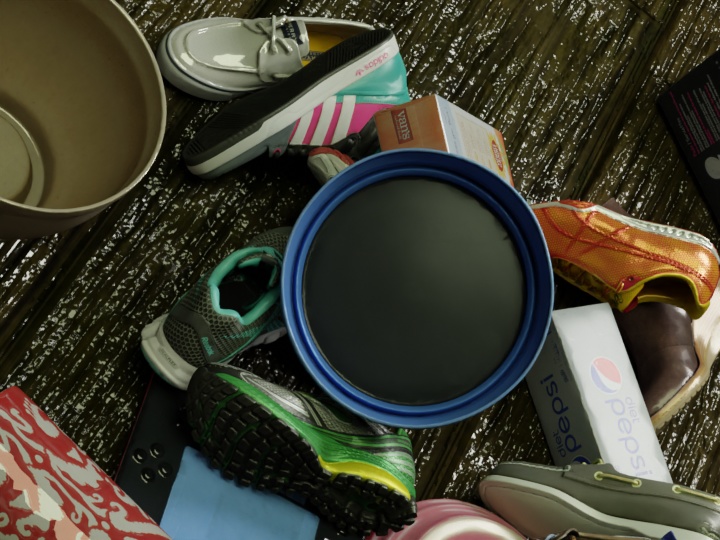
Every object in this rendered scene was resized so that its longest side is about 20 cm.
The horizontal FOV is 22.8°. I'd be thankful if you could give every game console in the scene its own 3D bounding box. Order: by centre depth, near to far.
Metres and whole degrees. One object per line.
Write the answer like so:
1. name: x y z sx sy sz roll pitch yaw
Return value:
1. game console: -0.082 0.159 1.311 0.199 0.031 0.178 31 53 -17

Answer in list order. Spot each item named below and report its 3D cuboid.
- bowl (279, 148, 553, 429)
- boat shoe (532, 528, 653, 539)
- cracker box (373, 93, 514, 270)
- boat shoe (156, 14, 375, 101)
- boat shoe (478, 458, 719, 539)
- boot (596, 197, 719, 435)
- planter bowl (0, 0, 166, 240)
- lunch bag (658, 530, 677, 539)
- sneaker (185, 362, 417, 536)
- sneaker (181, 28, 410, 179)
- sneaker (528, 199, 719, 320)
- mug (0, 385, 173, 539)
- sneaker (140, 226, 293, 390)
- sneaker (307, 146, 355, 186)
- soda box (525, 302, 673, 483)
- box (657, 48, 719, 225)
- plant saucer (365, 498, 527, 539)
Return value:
1. bowl: 0.040 0.013 1.299 0.198 0.039 0.203 0 85 -3
2. boat shoe: 0.141 0.221 1.307 0.198 0.073 0.073 -6 60 -17
3. cracker box: 0.078 -0.055 1.432 0.200 0.057 0.135 15 62 -71
4. boat shoe: -0.070 -0.183 1.471 0.198 0.070 0.072 0 66 -34
5. boat shoe: 0.192 0.185 1.394 0.200 0.072 0.061 14 53 21
6. boot: 0.236 0.043 1.573 0.166 0.072 0.200 38 52 5
7. planter bowl: -0.255 -0.105 1.266 0.199 0.135 0.202 15 59 -27
8. lunch bag: 0.220 0.313 1.286 0.201 0.150 0.094 55 -2 -36
9. sneaker: -0.044 0.120 1.309 0.199 0.078 0.086 32 39 -27
10. sneaker: -0.038 -0.097 1.445 0.199 0.084 0.122 -31 114 -13
11. sneaker: 0.206 -0.009 1.523 0.198 0.073 0.078 12 64 9
12. mug: -0.208 0.194 1.147 0.200 0.133 0.177 48 48 1
13. sneaker: -0.077 0.014 1.338 0.078 0.091 0.200 45 39 -1
14. sneaker: 0.000 0.000 1.391 0.081 0.078 0.202 -21 96 2
15. soda box: 0.198 0.132 1.487 0.068 0.063 0.202 -7 70 -34
16. box: 0.400 -0.115 1.718 0.131 0.115 0.201 -15 76 -39
17. plant saucer: 0.083 0.266 1.351 0.199 0.051 0.202 16 58 -26
